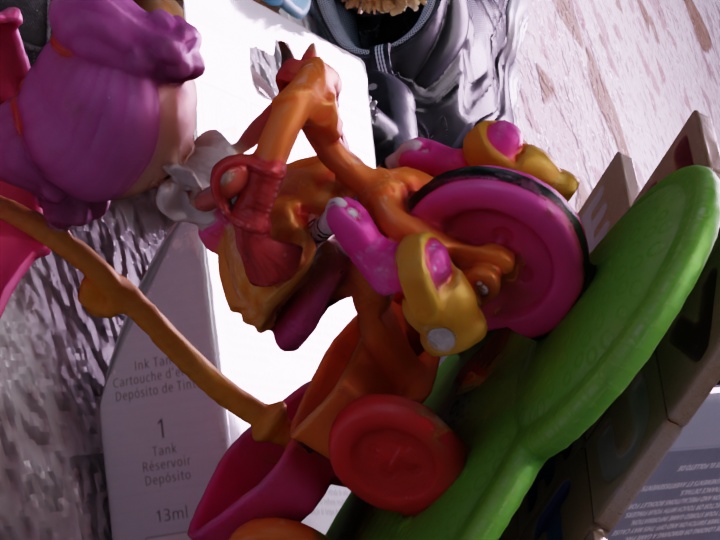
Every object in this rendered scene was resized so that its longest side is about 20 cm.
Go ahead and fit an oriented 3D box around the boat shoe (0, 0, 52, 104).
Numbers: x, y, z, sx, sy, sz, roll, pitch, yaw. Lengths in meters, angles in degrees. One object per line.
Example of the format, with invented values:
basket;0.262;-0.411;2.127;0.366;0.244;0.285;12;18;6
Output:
boat shoe;-0.089;-0.118;0.697;0.200;0.068;0.074;-87;177;-50

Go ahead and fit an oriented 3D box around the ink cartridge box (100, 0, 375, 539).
ink cartridge box;-0.034;0.020;0.749;0.162;0.057;0.201;17;61;-69

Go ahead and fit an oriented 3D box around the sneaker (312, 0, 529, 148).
sneaker;0.030;-0.132;1.108;0.200;0.075;0.114;-89;157;-44

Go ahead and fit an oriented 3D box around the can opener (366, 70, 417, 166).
can opener;0.000;0.000;0.894;0.200;0.063;0.079;-92;157;-46

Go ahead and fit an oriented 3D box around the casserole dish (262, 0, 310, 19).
casserole dish;-0.064;-0.187;0.873;0.200;0.039;0.121;56;15;-13

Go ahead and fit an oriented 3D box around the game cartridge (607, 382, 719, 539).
game cartridge;0.111;0.086;0.856;0.200;0.134;0.040;3;31;-50

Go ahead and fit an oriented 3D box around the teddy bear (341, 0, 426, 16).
teddy bear;-0.023;-0.177;0.785;0.200;0.145;0.067;60;16;-17

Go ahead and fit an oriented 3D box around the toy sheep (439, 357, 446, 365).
toy sheep;0.062;0.057;0.916;0.200;0.138;0.138;-38;109;-56

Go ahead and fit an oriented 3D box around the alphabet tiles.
alphabet tiles;0.041;0.060;0.597;0.008;0.200;0.167;24;28;-12

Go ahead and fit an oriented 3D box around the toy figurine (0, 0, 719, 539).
toy figurine;-0.041;-0.004;0.574;0.184;0.200;0.150;35;41;-8

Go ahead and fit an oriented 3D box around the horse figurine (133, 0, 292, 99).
horse figurine;-0.057;-0.064;0.811;0.200;0.050;0.133;38;29;-57
